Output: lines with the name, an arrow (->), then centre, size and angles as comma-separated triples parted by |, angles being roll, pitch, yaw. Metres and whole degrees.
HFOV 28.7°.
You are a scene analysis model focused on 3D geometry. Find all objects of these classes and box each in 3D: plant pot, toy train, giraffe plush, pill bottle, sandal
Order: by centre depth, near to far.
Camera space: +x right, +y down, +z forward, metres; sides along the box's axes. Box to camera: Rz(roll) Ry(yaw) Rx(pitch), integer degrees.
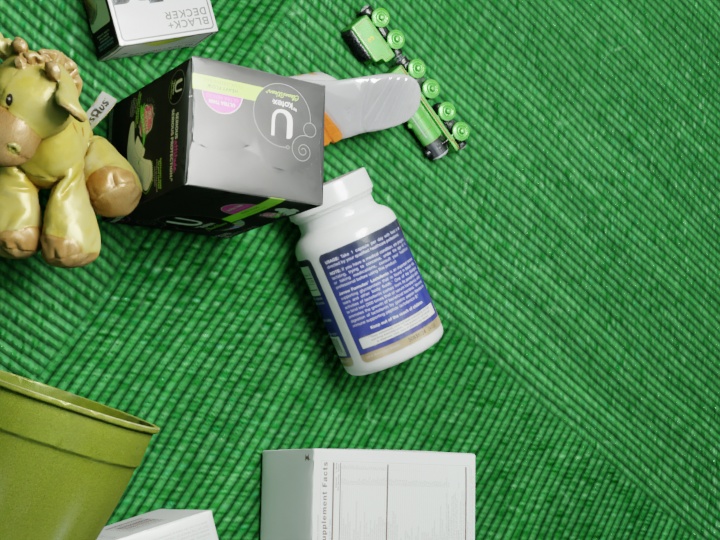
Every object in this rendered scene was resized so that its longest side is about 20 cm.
plant pot -> -0.305, 0.197, 1.242 | 0.200, 0.200, 0.193 | 23, 84, -28
giraffe plush -> -0.288, -0.123, 1.268 | 0.172, 0.162, 0.200 | 12, 65, 9
pill bottle -> 0.000, 0.000, 1.492 | 0.116, 0.116, 0.200 | -27, 98, -32
sandal -> -0.036, -0.177, 1.530 | 0.206, 0.059, 0.079 | -9, 113, -23
toy train -> 0.052, -0.210, 1.604 | 0.056, 0.042, 0.200 | -42, 105, -20

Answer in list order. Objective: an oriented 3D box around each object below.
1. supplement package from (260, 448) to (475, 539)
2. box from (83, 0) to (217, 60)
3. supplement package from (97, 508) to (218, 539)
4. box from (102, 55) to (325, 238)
supplement package -> 0.008, 0.242, 1.463 | 0.200, 0.110, 0.114 | 8, 79, -31
box -> -0.229, -0.322, 1.431 | 0.117, 0.060, 0.200 | -14, 90, -33
supplement package -> -0.190, 0.336, 1.321 | 0.117, 0.117, 0.200 | -14, 89, -33
box -> -0.144, -0.113, 1.368 | 0.148, 0.200, 0.124 | 7, 79, -31
